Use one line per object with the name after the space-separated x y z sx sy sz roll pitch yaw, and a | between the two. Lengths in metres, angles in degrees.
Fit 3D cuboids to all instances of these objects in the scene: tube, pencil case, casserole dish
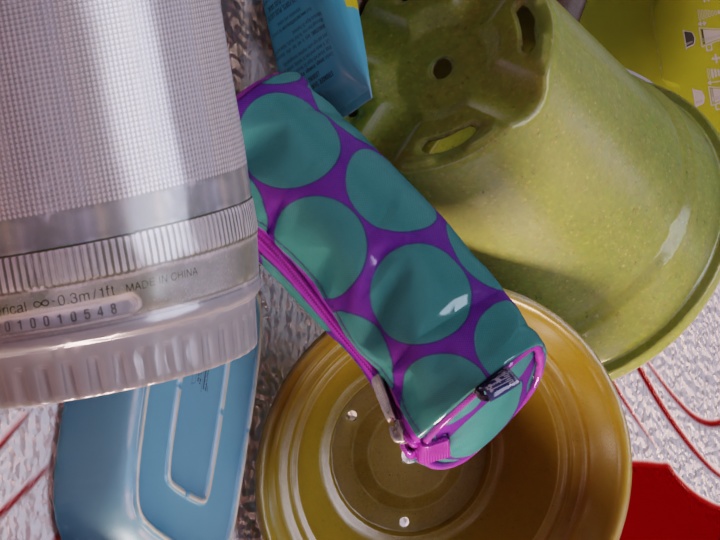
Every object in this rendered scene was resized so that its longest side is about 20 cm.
-0.032 -0.169 1.431 0.050 0.077 0.201 -4 76 -26 | tube
0.000 0.000 1.371 0.092 0.085 0.200 -35 75 -29 | pencil case
-0.091 0.062 1.343 0.121 0.039 0.201 39 52 -52 | casserole dish

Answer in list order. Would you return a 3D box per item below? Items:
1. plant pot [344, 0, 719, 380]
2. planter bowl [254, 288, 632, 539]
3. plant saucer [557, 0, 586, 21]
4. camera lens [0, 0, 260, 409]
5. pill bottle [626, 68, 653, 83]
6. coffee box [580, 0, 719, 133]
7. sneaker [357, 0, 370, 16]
0.076 -0.062 1.482 0.184 0.199 0.201 47 46 -51 | plant pot
0.035 0.102 1.468 0.083 0.199 0.201 -158 -123 -76 | planter bowl
0.115 -0.194 1.630 0.200 0.036 0.201 -166 -90 -86 | plant saucer
-0.129 -0.055 1.169 0.160 0.159 0.201 -20 103 -60 | camera lens
0.116 -0.014 1.636 0.120 0.119 0.201 57 39 -39 | pill bottle
0.251 -0.161 1.815 0.198 0.199 0.201 -21 103 -59 | coffee box
0.006 -0.190 1.521 0.076 0.070 0.201 52 44 -45 | sneaker
